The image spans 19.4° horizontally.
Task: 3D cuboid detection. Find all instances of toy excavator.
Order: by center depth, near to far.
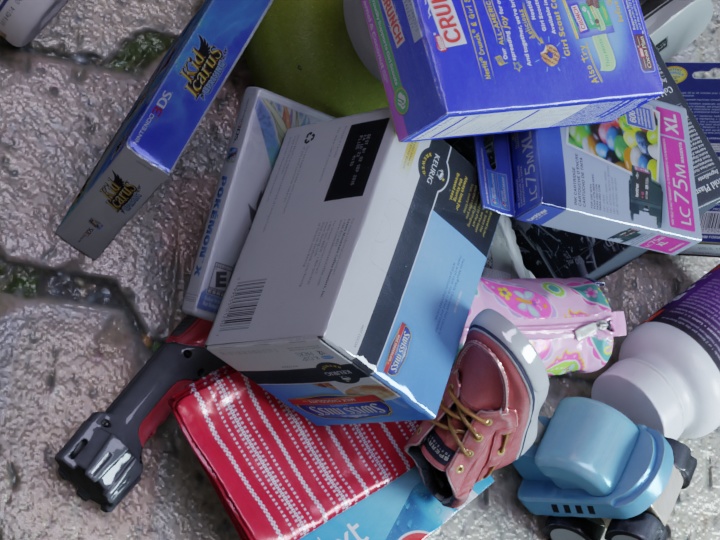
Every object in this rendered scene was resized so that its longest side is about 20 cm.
[{"bbox_3d":[0.153,0.139,1.743,0.200,0.194,0.100,52,53,-32],"label":"toy excavator"}]

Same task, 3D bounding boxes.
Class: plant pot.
[{"bbox_3d":[-0.014,-0.173,1.765,0.187,0.187,0.200,-7,88,-28],"label":"plant pot"}]

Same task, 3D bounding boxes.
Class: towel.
[{"bbox_3d":[-0.039,0.119,1.632,0.200,0.022,0.145,-29,91,-31],"label":"towel"}]

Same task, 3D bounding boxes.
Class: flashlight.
[{"bbox_3d":[-0.151,0.101,1.647,0.068,0.068,0.200,28,61,16],"label":"flashlight"}]

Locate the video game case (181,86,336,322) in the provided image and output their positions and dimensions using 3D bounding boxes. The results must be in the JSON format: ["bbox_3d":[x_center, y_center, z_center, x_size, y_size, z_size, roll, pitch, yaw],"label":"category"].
[{"bbox_3d":[-0.034,-0.029,1.672,0.200,0.022,0.183,19,86,-38],"label":"video game case"}]

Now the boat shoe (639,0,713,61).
[{"bbox_3d":[0.236,-0.208,1.959,0.200,0.071,0.064,-32,53,-24],"label":"boat shoe"}]

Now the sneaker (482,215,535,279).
[{"bbox_3d":[0.092,-0.003,1.794,0.082,0.075,0.200,-32,86,-34],"label":"sneaker"}]

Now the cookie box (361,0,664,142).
[{"bbox_3d":[0.106,-0.191,1.561,0.200,0.075,0.171,-7,77,-31],"label":"cookie box"}]

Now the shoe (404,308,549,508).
[{"bbox_3d":[0.086,0.111,1.601,0.091,0.200,0.071,-41,66,-18],"label":"shoe"}]

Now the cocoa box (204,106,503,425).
[{"bbox_3d":[0.000,0.000,1.581,0.131,0.133,0.200,38,60,-36],"label":"cocoa box"}]

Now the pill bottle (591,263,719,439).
[{"bbox_3d":[0.296,0.077,1.840,0.200,0.111,0.111,-34,87,-32],"label":"pill bottle"}]

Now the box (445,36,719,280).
[{"bbox_3d":[0.190,-0.093,1.805,0.104,0.200,0.182,-25,81,-33],"label":"box"}]

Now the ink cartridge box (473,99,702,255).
[{"bbox_3d":[0.176,-0.087,1.637,0.200,0.042,0.120,10,65,-31],"label":"ink cartridge box"}]

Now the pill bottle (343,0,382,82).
[{"bbox_3d":[0.095,-0.222,1.675,0.200,0.112,0.112,-23,81,-31],"label":"pill bottle"}]

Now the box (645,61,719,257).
[{"bbox_3d":[0.309,-0.103,1.922,0.032,0.121,0.200,56,45,-51],"label":"box"}]

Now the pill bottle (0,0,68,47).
[{"bbox_3d":[-0.314,-0.282,1.689,0.200,0.111,0.111,40,58,-6],"label":"pill bottle"}]

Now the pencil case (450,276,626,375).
[{"bbox_3d":[0.119,0.047,1.704,0.200,0.087,0.088,0,69,-39],"label":"pencil case"}]

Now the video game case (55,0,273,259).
[{"bbox_3d":[-0.153,-0.126,1.663,0.045,0.181,0.200,33,59,-9],"label":"video game case"}]

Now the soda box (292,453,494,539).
[{"bbox_3d":[0.010,0.203,1.679,0.200,0.064,0.068,-36,88,-31],"label":"soda box"}]
